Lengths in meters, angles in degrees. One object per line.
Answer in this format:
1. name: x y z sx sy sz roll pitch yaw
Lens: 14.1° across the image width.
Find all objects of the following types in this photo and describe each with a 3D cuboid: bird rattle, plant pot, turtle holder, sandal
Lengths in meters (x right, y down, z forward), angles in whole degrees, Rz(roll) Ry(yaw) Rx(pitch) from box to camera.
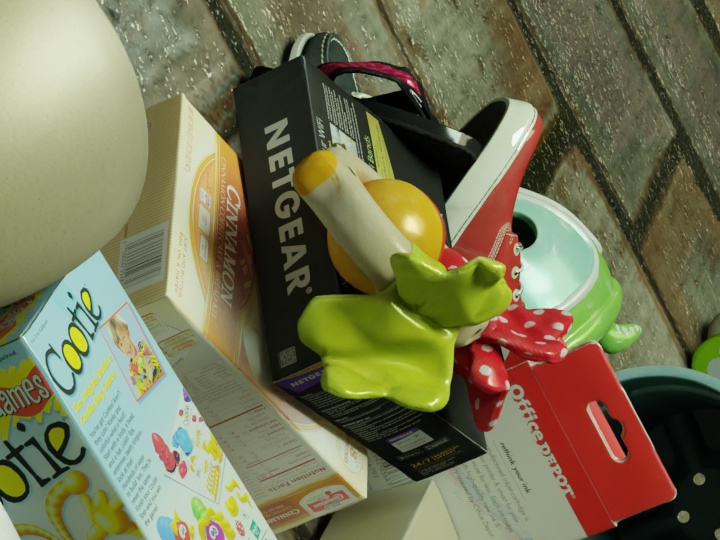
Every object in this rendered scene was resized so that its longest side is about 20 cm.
1. bird rattle: 0.036 -0.003 1.557 0.163 0.113 0.200 52 19 12
2. plant pot: -0.213 -0.053 1.293 0.201 0.200 0.135 60 41 -17
3. plant pot: 0.226 0.168 2.022 0.196 0.199 0.201 9 61 -71
4. turtle holder: 0.076 0.026 1.904 0.132 0.185 0.141 61 -7 -16
5. sandal: 0.003 -0.107 1.789 0.075 0.200 0.045 34 83 -39

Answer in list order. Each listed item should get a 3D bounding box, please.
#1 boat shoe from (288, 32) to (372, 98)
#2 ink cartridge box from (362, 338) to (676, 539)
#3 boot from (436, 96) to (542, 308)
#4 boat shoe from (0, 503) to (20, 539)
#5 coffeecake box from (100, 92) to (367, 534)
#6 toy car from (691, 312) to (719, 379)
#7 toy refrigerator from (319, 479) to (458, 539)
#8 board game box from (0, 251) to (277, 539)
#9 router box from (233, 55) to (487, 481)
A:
1. boat shoe: -0.003 -0.076 1.886 0.076 0.060 0.201 34 40 -51
2. ink cartridge box: 0.083 0.109 1.738 0.117 0.199 0.067 61 24 -14
3. boot: 0.092 0.005 1.801 0.144 0.201 0.072 27 6 -14
4. boat shoe: -0.168 0.182 1.331 0.070 0.071 0.201 -40 112 -37
5. coffeecake box: -0.076 0.027 1.631 0.200 0.073 0.154 48 30 -38
6. toy car: 0.401 0.079 2.431 0.158 0.199 0.164 67 24 -1
7. toy refrigerator: 0.001 0.203 1.652 0.076 0.070 0.200 67 24 -18
8. board game box: -0.135 0.106 1.403 0.200 0.103 0.105 60 26 -17
9. router box: 0.000 0.000 1.660 0.157 0.052 0.201 38 35 -49
